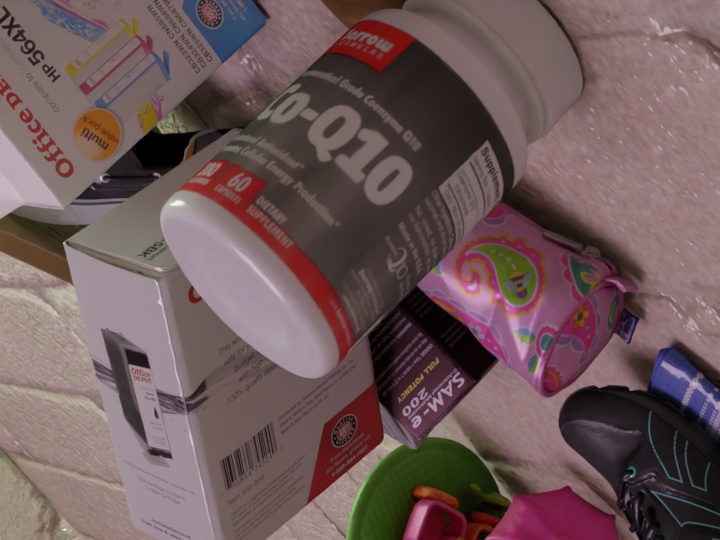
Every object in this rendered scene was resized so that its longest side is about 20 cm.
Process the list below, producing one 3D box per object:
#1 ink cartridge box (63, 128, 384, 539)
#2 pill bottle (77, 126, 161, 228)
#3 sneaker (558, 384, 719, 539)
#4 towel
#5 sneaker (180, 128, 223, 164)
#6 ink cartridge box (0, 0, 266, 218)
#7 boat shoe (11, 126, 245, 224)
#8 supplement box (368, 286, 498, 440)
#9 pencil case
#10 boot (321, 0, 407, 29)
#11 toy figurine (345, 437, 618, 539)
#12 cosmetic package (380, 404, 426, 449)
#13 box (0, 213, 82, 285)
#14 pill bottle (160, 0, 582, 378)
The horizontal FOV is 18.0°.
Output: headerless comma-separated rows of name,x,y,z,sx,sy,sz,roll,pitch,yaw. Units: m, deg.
ink cartridge box,-0.073,0.042,1.291,0.083,0.147,0.201,18,131,38
pill bottle,-0.224,-0.132,1.603,0.200,0.120,0.119,54,161,-24
sneaker,0.182,0.136,1.282,0.200,0.079,0.076,34,156,31
towel,0.240,0.131,1.306,0.200,0.024,0.145,39,159,16
sneaker,-0.070,0.006,1.464,0.078,0.077,0.201,-17,-86,-80
ink cartridge box,-0.184,-0.132,1.379,0.129,0.200,0.125,51,162,-20
boat shoe,-0.148,-0.072,1.525,0.198,0.070,0.067,3,119,9
supplement box,0.000,0.000,1.399,0.200,0.061,0.109,45,-154,4
pencil case,0.060,-0.014,1.290,0.200,0.087,0.088,36,161,24
boot,-0.027,-0.166,1.121,0.073,0.076,0.200,-6,142,28
toy figurine,0.120,0.210,1.608,0.199,0.151,0.184,31,163,-34
cosmetic package,-0.021,0.029,1.559,0.199,0.090,0.107,22,154,45
box,-0.206,-0.016,1.604,0.199,0.021,0.163,28,-174,-34
pill bottle,0.009,-0.054,1.112,0.114,0.200,0.114,40,161,16
